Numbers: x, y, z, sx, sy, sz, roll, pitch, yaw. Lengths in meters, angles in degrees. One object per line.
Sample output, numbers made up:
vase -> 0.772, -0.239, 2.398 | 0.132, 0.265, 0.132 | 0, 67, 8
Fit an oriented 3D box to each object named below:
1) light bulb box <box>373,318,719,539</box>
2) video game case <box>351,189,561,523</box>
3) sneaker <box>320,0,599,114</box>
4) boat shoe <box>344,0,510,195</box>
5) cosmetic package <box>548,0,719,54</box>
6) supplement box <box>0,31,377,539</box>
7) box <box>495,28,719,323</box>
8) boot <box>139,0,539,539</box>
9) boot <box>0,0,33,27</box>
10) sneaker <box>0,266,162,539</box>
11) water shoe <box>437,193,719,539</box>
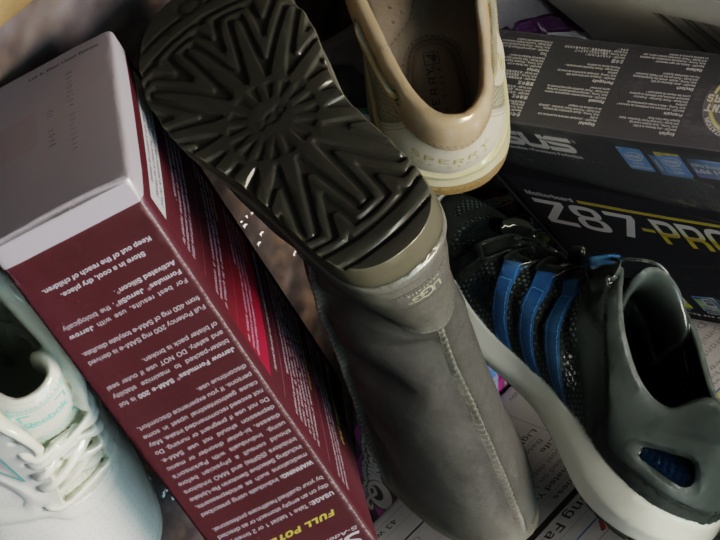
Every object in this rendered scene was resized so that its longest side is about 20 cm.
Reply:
light bulb box -> 0.135, 0.127, 1.009 | 0.198, 0.200, 0.125 | -43, 124, -19
video game case -> 0.076, 0.061, 1.096 | 0.181, 0.036, 0.201 | -18, 114, -34
sneaker -> 0.036, -0.119, 1.000 | 0.200, 0.074, 0.088 | -19, 103, -45
boat shoe -> 0.017, -0.130, 0.911 | 0.072, 0.065, 0.201 | -10, 68, -3
cosmetic package -> 0.180, -0.177, 0.926 | 0.123, 0.199, 0.201 | 32, 82, -39
supplement box -> -0.068, 0.020, 0.915 | 0.061, 0.109, 0.200 | -27, 124, 9
box -> 0.153, -0.028, 0.939 | 0.161, 0.199, 0.049 | 46, 64, -46
boot -> -0.002, 0.001, 0.928 | 0.072, 0.182, 0.200 | -34, 145, -1
boot -> -0.108, -0.201, 0.854 | 0.200, 0.066, 0.176 | -37, 114, -19
sneaker -> -0.130, 0.057, 0.903 | 0.070, 0.080, 0.201 | -49, 129, -19
water shoe -> 0.096, 0.021, 0.954 | 0.071, 0.200, 0.079 | 5, 127, -43
